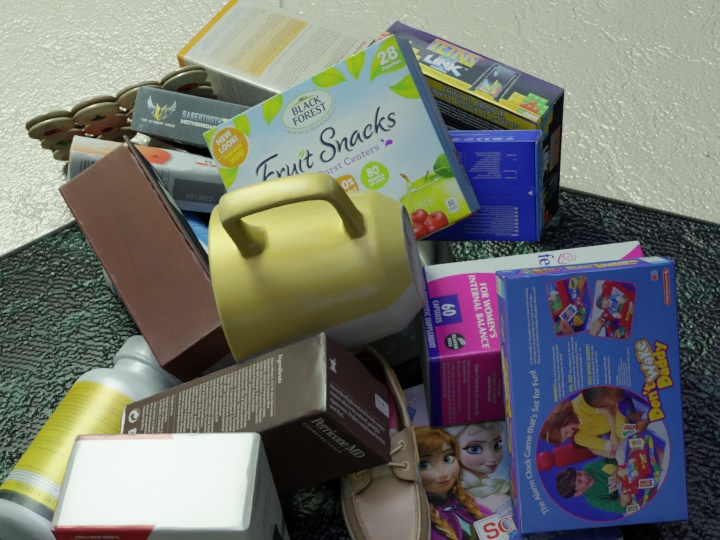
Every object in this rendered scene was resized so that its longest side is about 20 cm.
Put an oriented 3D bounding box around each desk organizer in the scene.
[{"bbox_3d":[-0.177,-0.008,0.992,0.077,0.072,0.201,-34,70,-1],"label":"desk organizer"}]

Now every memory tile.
[{"bbox_3d":[-0.253,-0.167,1.237,0.197,0.153,0.017,-20,83,-4],"label":"memory tile"}]

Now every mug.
[{"bbox_3d":[-0.032,0.004,0.910,0.151,0.187,0.152,-12,90,9],"label":"mug"}]

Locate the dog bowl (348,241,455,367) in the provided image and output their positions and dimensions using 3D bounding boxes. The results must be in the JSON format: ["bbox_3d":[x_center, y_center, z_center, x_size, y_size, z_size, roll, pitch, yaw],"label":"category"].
[{"bbox_3d":[0.000,0.000,1.119,0.197,0.059,0.202,-3,51,4],"label":"dog bowl"}]

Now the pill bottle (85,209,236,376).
[{"bbox_3d":[-0.180,0.003,1.107,0.112,0.113,0.200,-36,55,-21],"label":"pill bottle"}]

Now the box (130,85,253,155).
[{"bbox_3d":[-0.115,-0.137,1.181,0.197,0.158,0.052,14,90,16],"label":"box"}]

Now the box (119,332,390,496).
[{"bbox_3d":[-0.084,0.129,0.901,0.198,0.100,0.076,-23,49,23],"label":"box"}]

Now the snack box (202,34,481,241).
[{"bbox_3d":[-0.017,-0.088,1.015,0.198,0.068,0.171,-23,90,16],"label":"snack box"}]

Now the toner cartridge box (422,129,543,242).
[{"bbox_3d":[0.069,-0.079,1.059,0.197,0.096,0.043,2,21,16],"label":"toner cartridge box"}]

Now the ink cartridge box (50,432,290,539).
[{"bbox_3d":[-0.133,0.215,0.874,0.142,0.202,0.084,-1,47,7],"label":"ink cartridge box"}]

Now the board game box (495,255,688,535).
[{"bbox_3d":[0.180,0.096,0.888,0.132,0.203,0.045,-4,6,0],"label":"board game box"}]

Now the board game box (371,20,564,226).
[{"bbox_3d":[0.106,-0.141,1.148,0.199,0.166,0.057,29,58,26],"label":"board game box"}]

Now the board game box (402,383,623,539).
[{"bbox_3d":[0.090,0.182,0.969,0.197,0.041,0.201,-18,51,-8],"label":"board game box"}]

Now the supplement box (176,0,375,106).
[{"bbox_3d":[-0.092,-0.228,1.305,0.198,0.074,0.126,24,57,24],"label":"supplement box"}]

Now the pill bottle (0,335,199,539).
[{"bbox_3d":[-0.222,0.158,0.986,0.111,0.113,0.201,17,56,21],"label":"pill bottle"}]

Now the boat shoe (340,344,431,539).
[{"bbox_3d":[0.012,0.150,0.933,0.073,0.070,0.202,-13,51,-1],"label":"boat shoe"}]

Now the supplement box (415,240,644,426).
[{"bbox_3d":[0.149,0.055,0.975,0.197,0.104,0.102,-7,49,-1],"label":"supplement box"}]

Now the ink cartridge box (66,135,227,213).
[{"bbox_3d":[-0.210,-0.114,1.159,0.160,0.051,0.200,7,21,-13],"label":"ink cartridge box"}]
